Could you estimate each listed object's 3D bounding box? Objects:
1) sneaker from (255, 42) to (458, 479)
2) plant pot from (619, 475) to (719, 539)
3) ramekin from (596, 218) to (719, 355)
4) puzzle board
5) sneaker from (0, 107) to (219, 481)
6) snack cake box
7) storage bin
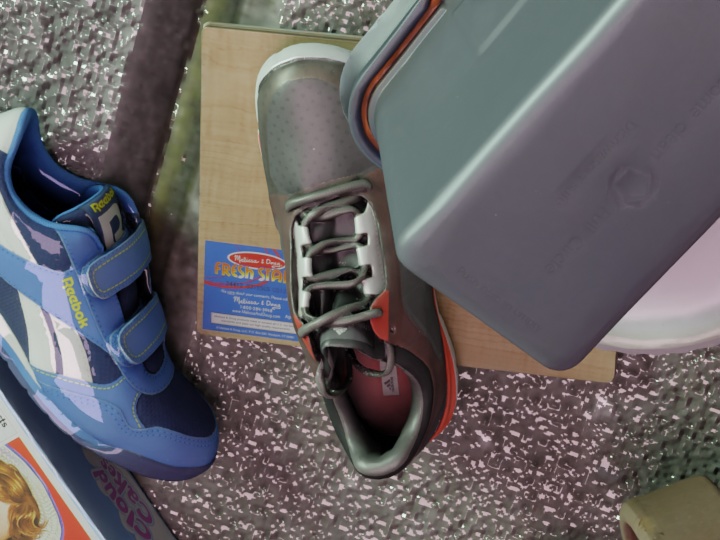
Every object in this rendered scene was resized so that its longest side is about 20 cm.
[{"bbox_3d":[0.000,0.000,1.061,0.076,0.082,0.202,-12,109,15],"label":"sneaker"},{"bbox_3d":[0.228,0.162,1.054,0.173,0.200,0.202,-22,106,0],"label":"plant pot"},{"bbox_3d":[0.119,-0.061,0.997,0.198,0.105,0.202,3,114,7],"label":"ramekin"},{"bbox_3d":[0.024,-0.031,1.098,0.198,0.017,0.152,6,113,9],"label":"puzzle board"},{"bbox_3d":[-0.127,0.012,1.112,0.082,0.074,0.200,-38,101,19],"label":"sneaker"},{"bbox_3d":[-0.183,0.104,1.161,0.114,0.067,0.201,-29,104,17],"label":"snack cake box"},{"bbox_3d":[0.082,-0.073,0.856,0.145,0.135,0.200,35,114,-17],"label":"storage bin"}]
